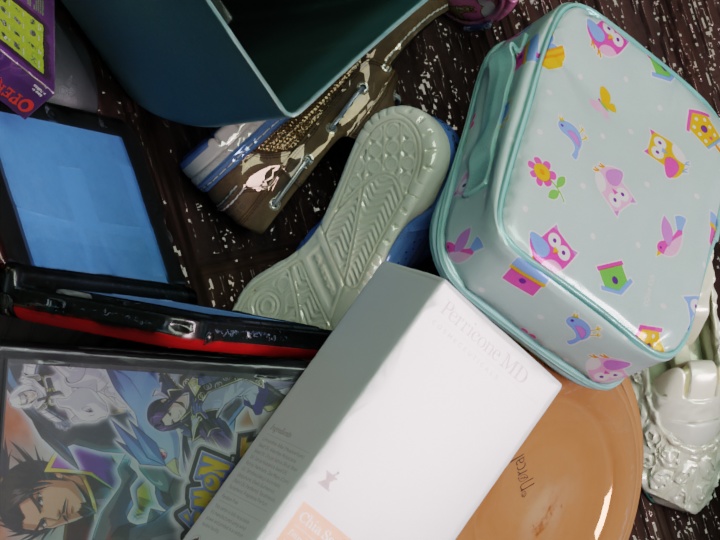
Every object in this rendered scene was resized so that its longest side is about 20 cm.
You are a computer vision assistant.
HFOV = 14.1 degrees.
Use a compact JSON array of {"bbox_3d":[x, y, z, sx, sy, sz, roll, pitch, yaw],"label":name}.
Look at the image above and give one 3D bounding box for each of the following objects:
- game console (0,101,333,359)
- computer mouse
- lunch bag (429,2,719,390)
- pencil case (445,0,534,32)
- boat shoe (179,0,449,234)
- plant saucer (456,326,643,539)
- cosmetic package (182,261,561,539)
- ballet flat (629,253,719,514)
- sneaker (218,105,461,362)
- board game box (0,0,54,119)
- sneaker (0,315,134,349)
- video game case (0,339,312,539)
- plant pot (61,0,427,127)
[{"bbox_3d":[-0.112,-0.024,1.577,0.200,0.171,0.120,7,92,-64],"label":"game console"},{"bbox_3d":[-0.209,-0.166,1.685,0.058,0.034,0.201,-28,86,-25],"label":"computer mouse"},{"bbox_3d":[0.124,-0.046,1.655,0.160,0.077,0.201,33,50,-19],"label":"lunch bag"},{"bbox_3d":[0.118,-0.234,1.809,0.087,0.083,0.200,48,63,-2],"label":"pencil case"},{"bbox_3d":[-0.015,-0.097,1.728,0.200,0.072,0.072,-41,96,-17],"label":"boat shoe"},{"bbox_3d":[0.095,0.126,1.666,0.200,0.032,0.202,-10,105,-42],"label":"plant saucer"},{"bbox_3d":[0.004,0.107,1.540,0.101,0.071,0.200,40,79,-27],"label":"cosmetic package"},{"bbox_3d":[0.191,0.045,1.767,0.071,0.072,0.201,2,75,-21],"label":"ballet flat"},{"bbox_3d":[0.001,0.001,1.696,0.077,0.111,0.201,33,97,24],"label":"sneaker"},{"bbox_3d":[-0.218,-0.176,1.594,0.120,0.032,0.200,44,21,-29],"label":"board game box"},{"bbox_3d":[-0.200,0.076,1.594,0.099,0.071,0.200,44,60,1],"label":"sneaker"},{"bbox_3d":[-0.116,0.144,1.571,0.179,0.026,0.201,4,97,-7],"label":"video game case"},{"bbox_3d":[-0.080,-0.168,1.636,0.141,0.200,0.142,-43,106,-27],"label":"plant pot"}]
